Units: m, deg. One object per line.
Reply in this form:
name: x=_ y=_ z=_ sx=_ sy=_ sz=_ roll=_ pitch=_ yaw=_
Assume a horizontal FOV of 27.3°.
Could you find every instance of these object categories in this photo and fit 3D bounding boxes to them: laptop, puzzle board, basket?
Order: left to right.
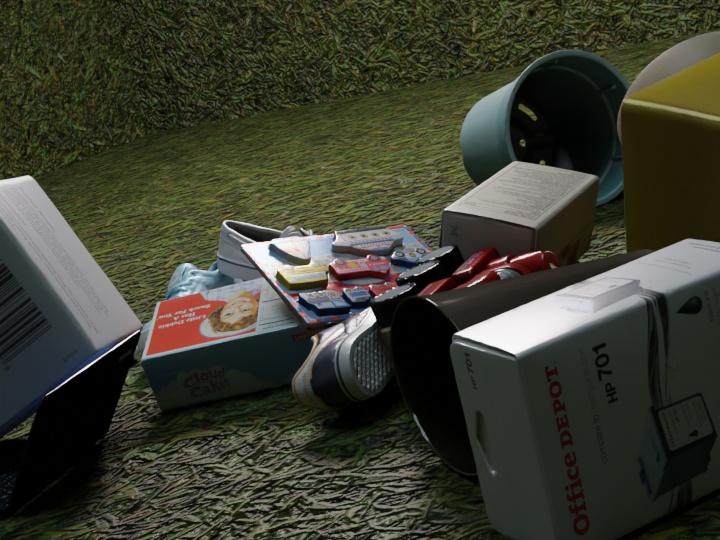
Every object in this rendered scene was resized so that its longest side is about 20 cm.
laptop: x=-0.312 y=0.144 z=1.358 sx=0.199 sy=0.104 sz=0.177 roll=-9 pitch=13 yaw=24
puzzle board: x=0.000 y=0.000 z=1.483 sx=0.199 sy=0.017 sz=0.151 roll=-7 pitch=35 yaw=-31
basket: x=0.148 y=0.062 z=1.141 sx=0.199 sy=0.137 sz=0.180 roll=-15 pitch=14 yaw=-20

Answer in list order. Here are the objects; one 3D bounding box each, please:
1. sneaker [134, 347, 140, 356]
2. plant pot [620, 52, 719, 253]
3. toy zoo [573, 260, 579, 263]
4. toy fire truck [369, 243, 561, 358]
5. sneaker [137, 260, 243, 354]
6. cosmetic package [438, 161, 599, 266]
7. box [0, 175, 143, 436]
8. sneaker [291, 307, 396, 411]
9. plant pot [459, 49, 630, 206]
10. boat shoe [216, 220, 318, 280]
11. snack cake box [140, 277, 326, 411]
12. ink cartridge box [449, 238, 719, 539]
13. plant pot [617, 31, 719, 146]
sneaker: x=-0.354 y=0.064 z=1.731 sx=0.199 sy=0.112 sz=0.073 roll=-7 pitch=15 yaw=30
plant pot: x=0.372 y=-0.079 z=1.379 sx=0.176 sy=0.201 sz=0.200 roll=12 pitch=27 yaw=41
toy zoo: x=0.139 y=0.034 z=1.507 sx=0.199 sy=0.021 sz=0.131 roll=-15 pitch=13 yaw=-1
toy fire truck: x=0.138 y=0.037 z=1.326 sx=0.199 sy=0.129 sz=0.176 roll=-19 pitch=9 yaw=28
sneaker: x=-0.204 y=0.038 z=1.702 sx=0.074 sy=0.082 sz=0.200 roll=-36 pitch=-4 yaw=29
cosmetic package: x=0.162 y=-0.040 z=1.506 sx=0.103 sy=0.088 sz=0.200 roll=14 pitch=23 yaw=24
box: x=-0.360 y=0.045 z=1.439 sx=0.200 sy=0.199 sz=0.171 roll=-37 pitch=1 yaw=10
sneaker: x=0.005 y=0.073 z=1.361 sx=0.079 sy=0.079 sz=0.200 roll=-20 pitch=2 yaw=30
plant pot: x=0.235 y=-0.175 z=1.950 sx=0.199 sy=0.201 sz=0.196 roll=-19 pitch=6 yaw=-21
boat shoe: x=-0.077 y=-0.017 z=1.684 sx=0.199 sy=0.066 sz=0.074 roll=9 pitch=20 yaw=21
snack cake box: x=-0.111 y=0.066 z=1.490 sx=0.199 sy=0.067 sz=0.115 roll=-13 pitch=30 yaw=9
ink cartridge box: x=0.175 y=0.082 z=0.972 sx=0.199 sy=0.147 sz=0.086 roll=-21 pitch=16 yaw=-25
plant pot: x=0.413 y=-0.152 z=1.695 sx=0.199 sy=0.201 sz=0.135 roll=-16 pitch=48 yaw=-7
